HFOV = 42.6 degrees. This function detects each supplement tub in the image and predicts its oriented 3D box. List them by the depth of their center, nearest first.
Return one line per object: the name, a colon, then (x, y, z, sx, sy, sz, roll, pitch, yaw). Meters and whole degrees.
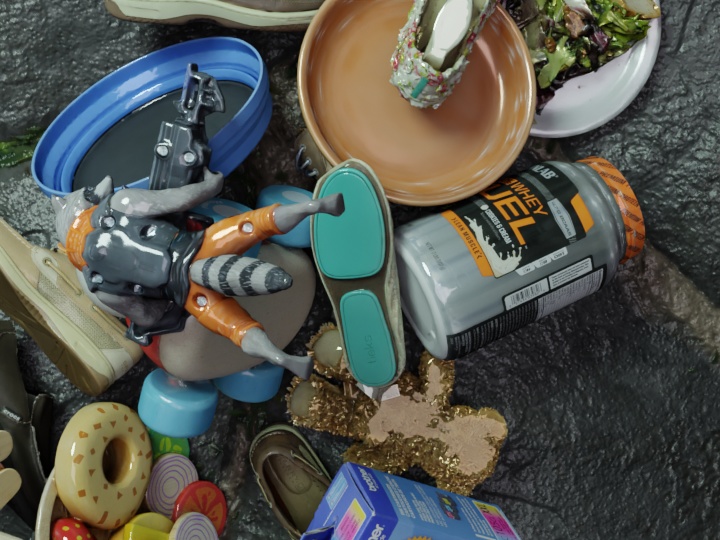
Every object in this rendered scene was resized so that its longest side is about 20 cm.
supplement tub: (0.131, -0.016, 0.787, 0.200, 0.123, 0.123, -25, 97, -12)

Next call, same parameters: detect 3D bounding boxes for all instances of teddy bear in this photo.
teddy bear: (0.031, 0.125, 0.834, 0.199, 0.067, 0.145, 9, 85, 1)

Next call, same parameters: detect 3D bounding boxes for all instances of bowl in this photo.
bowl: (-0.161, -0.112, 0.734, 0.200, 0.201, 0.039, -28, 130, -2)

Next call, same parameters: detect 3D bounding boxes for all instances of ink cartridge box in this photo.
ink cartridge box: (0.021, 0.248, 0.770, 0.200, 0.076, 0.137, 23, 103, -26)

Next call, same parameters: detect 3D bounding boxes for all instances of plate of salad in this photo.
plate of salad: (0.173, -0.219, 0.818, 0.200, 0.048, 0.201, 0, 95, -5)

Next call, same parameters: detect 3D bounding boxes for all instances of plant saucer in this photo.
plant saucer: (0.045, -0.150, 0.761, 0.200, 0.037, 0.201, 1, 84, -12)

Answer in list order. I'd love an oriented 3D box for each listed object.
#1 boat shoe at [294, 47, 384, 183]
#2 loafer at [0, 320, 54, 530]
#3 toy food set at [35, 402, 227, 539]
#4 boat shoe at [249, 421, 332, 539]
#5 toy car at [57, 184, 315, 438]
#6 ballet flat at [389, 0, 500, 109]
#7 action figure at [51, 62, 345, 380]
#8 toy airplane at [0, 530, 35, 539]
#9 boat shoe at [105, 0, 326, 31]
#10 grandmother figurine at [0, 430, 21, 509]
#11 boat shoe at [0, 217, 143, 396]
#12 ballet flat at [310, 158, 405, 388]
boat shoe: (-0.020, -0.106, 0.805, 0.072, 0.072, 0.201, 4, 85, 0)
loafer: (-0.292, 0.132, 0.794, 0.071, 0.073, 0.200, -25, 109, -32)
toy food set: (-0.183, 0.218, 0.764, 0.049, 0.198, 0.200, -17, 57, 27)
boat shoe: (-0.032, 0.231, 0.824, 0.075, 0.075, 0.202, -40, 97, -1)
toy car: (-0.157, 0.000, 0.774, 0.200, 0.177, 0.185, 28, 114, 24)
ballet flat: (0.082, -0.221, 0.725, 0.075, 0.064, 0.200, 19, 81, -9)
action figure: (-0.112, -0.033, 0.596, 0.193, 0.105, 0.201, 10, 100, 17)
toy airplane: (-0.323, 0.289, 0.741, 0.200, 0.199, 0.141, -4, 53, 20)
boat shoe: (-0.103, -0.241, 0.749, 0.202, 0.075, 0.075, -5, 125, -20)
grandmother figurine: (-0.350, 0.118, 0.746, 0.060, 0.200, 0.122, -16, 117, -46)
boat shoe: (-0.271, 0.015, 0.797, 0.200, 0.071, 0.065, 51, 54, -6)
ballet flat: (0.000, 0.000, 0.751, 0.067, 0.062, 0.200, -1, 113, 11)
